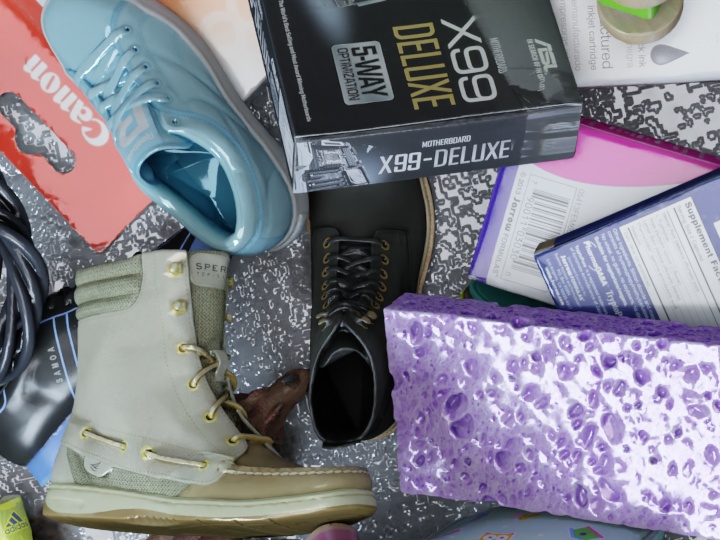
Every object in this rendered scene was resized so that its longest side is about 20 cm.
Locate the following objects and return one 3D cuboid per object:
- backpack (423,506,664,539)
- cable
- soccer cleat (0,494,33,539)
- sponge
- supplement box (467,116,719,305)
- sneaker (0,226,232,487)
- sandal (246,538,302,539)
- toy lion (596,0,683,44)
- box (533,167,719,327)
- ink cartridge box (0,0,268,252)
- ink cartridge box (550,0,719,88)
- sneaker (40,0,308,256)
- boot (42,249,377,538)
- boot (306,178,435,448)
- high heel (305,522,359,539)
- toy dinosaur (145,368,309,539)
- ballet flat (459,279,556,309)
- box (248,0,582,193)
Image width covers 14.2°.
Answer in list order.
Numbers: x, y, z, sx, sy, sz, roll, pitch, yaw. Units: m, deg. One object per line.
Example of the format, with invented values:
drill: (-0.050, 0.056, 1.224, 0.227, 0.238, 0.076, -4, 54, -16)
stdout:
backpack: (0.106, 0.207, 1.593, 0.175, 0.200, 0.154, -3, 90, 20)
cable: (-0.265, -0.014, 1.676, 0.163, 0.051, 0.201, -37, 72, 28)
soccer cleat: (-0.212, 0.180, 1.703, 0.200, 0.065, 0.084, 42, 96, 3)
sponge: (0.110, 0.077, 1.551, 0.199, 0.030, 0.112, 6, 112, 28)
supplement box: (0.173, -0.018, 1.616, 0.199, 0.103, 0.102, 18, 97, 7)
sneaker: (-0.152, 0.031, 1.681, 0.078, 0.070, 0.200, 40, 98, -2)
sandal: (-0.029, 0.214, 1.626, 0.080, 0.200, 0.054, -6, 57, 11)
toy lion: (0.131, -0.232, 1.546, 0.199, 0.069, 0.192, 20, 74, 13)
box: (0.207, 0.004, 1.542, 0.199, 0.032, 0.122, -23, 96, 15)
ink cartridge box: (-0.141, -0.135, 1.678, 0.200, 0.050, 0.162, -44, 87, 5)
ink cartridge box: (0.203, -0.179, 1.609, 0.199, 0.084, 0.146, -3, 93, 9)
sneaker: (-0.113, -0.088, 1.620, 0.200, 0.082, 0.074, 43, 111, 10)
boot: (-0.079, 0.065, 1.568, 0.199, 0.072, 0.156, -1, 77, 29)
boot: (0.000, 0.000, 1.623, 0.077, 0.138, 0.201, -6, 92, 8)
high heel: (-0.038, 0.233, 1.543, 0.067, 0.096, 0.201, 5, 132, -19)
toy dinosaur: (-0.092, 0.146, 1.642, 0.085, 0.201, 0.136, 21, 139, -18)
ballet flat: (0.146, 0.065, 1.649, 0.199, 0.067, 0.067, 17, 117, 5)
box: (0.022, -0.140, 1.579, 0.157, 0.050, 0.201, -7, 53, -8)
